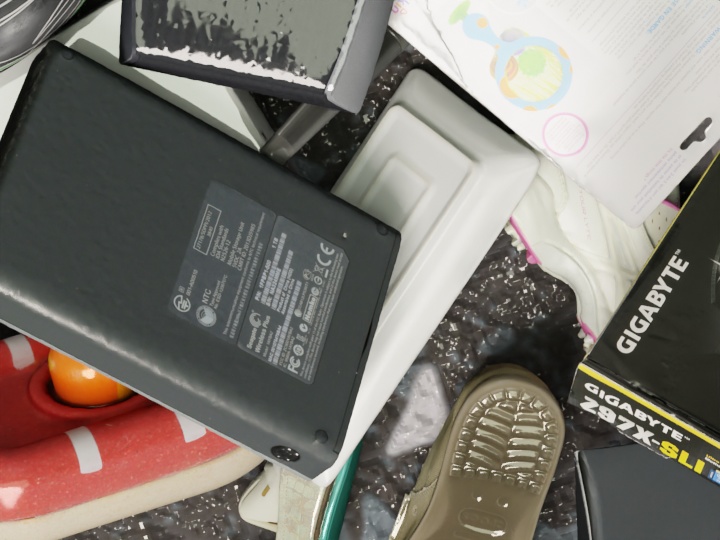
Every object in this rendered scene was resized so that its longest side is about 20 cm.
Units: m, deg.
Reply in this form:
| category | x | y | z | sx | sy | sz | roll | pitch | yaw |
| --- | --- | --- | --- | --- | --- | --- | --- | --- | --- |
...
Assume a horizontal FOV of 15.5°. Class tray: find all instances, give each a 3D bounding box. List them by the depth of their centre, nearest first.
| category | x | y | z | sx | sy | sz | roll | pitch | yaw |
| --- | --- | --- | --- | --- | --- | --- | --- | --- | --- |
| tray | 0.000 | 0.000 | 1.341 | 0.022 | 0.107 | 0.200 | 24 | 103 | -49 |

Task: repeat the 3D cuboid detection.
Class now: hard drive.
| category | x | y | z | sx | sy | sz | roll | pitch | yaw |
| --- | --- | --- | --- | --- | --- | --- | --- | --- | --- |
| hard drive | -0.084 | -0.006 | 1.245 | 0.200 | 0.033 | 0.140 | 29 | 55 | -18 |
| hard drive | -0.041 | -0.182 | 1.251 | 0.135 | 0.042 | 0.200 | 12 | 99 | 4 |

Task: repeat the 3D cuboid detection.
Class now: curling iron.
| category | x | y | z | sx | sy | sz | roll | pitch | yaw |
| --- | --- | --- | --- | --- | --- | --- | --- | --- | --- |
| curling iron | 0.013 | -0.130 | 1.320 | 0.050 | 0.026 | 0.200 | 38 | 77 | -8 |

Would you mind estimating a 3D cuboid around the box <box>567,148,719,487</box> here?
| category | x | y | z | sx | sy | sz | roll | pitch | yaw |
| --- | --- | --- | --- | --- | --- | --- | --- | --- | --- |
| box | 0.219 | 0.020 | 1.291 | 0.160 | 0.049 | 0.200 | 31 | 64 | 11 |

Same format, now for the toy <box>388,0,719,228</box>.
| category | x | y | z | sx | sy | sz | roll | pitch | yaw |
| --- | --- | --- | --- | --- | --- | --- | --- | --- | --- |
| toy | 0.098 | -0.129 | 1.301 | 0.200 | 0.047 | 0.115 | 38 | 110 | -10 |

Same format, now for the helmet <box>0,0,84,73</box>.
| category | x | y | z | sx | sy | sz | roll | pitch | yaw |
| --- | --- | --- | --- | --- | --- | --- | --- | --- | --- |
| helmet | -0.211 | -0.179 | 1.259 | 0.200 | 0.200 | 0.191 | -16 | 91 | 3 |

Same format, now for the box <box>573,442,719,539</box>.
| category | x | y | z | sx | sy | sz | roll | pitch | yaw |
| --- | --- | --- | --- | --- | --- | --- | --- | --- | --- |
| box | 0.212 | 0.142 | 1.337 | 0.200 | 0.141 | 0.079 | -7 | 59 | 1 |

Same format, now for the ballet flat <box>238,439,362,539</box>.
| category | x | y | z | sx | sy | sz | roll | pitch | yaw |
| --- | --- | --- | --- | --- | --- | --- | --- | --- | --- |
| ballet flat | -0.042 | 0.146 | 1.380 | 0.062 | 0.067 | 0.200 | 12 | 99 | 5 |

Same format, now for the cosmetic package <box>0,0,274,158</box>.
| category | x | y | z | sx | sy | sz | roll | pitch | yaw |
| --- | --- | --- | --- | --- | --- | --- | --- | --- | --- |
| cosmetic package | -0.153 | -0.057 | 1.337 | 0.200 | 0.081 | 0.113 | -29 | 99 | 4 |

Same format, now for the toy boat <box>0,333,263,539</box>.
| category | x | y | z | sx | sy | sz | roll | pitch | yaw |
| --- | --- | --- | --- | --- | --- | --- | --- | --- | --- |
| toy boat | -0.128 | 0.040 | 1.283 | 0.200 | 0.131 | 0.131 | -17 | 123 | -20 |

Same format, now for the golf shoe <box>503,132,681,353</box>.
| category | x | y | z | sx | sy | sz | roll | pitch | yaw |
| --- | --- | --- | --- | --- | --- | --- | --- | --- | --- |
| golf shoe | 0.142 | 0.003 | 1.352 | 0.091 | 0.075 | 0.200 | -33 | 99 | 2 |

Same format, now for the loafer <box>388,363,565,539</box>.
| category | x | y | z | sx | sy | sz | roll | pitch | yaw |
| --- | --- | --- | --- | --- | --- | --- | --- | --- | --- |
| loafer | 0.058 | 0.133 | 1.379 | 0.076 | 0.068 | 0.200 | 22 | 115 | -2 |
